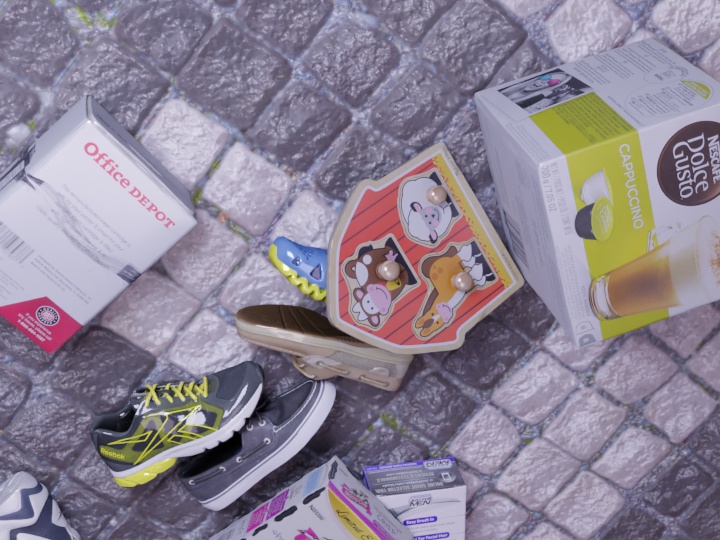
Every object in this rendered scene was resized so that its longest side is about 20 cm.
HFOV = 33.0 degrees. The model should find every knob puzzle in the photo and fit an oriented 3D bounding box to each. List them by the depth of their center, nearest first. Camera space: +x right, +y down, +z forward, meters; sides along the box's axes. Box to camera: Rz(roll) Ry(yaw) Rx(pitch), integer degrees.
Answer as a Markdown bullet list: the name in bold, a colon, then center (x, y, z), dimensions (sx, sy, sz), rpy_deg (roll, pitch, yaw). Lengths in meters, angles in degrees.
- **knob puzzle**: center (0.052, -0.004, 1.206), dimensions (0.219, 0.030, 0.220), rpy_deg (-1, 92, -23)

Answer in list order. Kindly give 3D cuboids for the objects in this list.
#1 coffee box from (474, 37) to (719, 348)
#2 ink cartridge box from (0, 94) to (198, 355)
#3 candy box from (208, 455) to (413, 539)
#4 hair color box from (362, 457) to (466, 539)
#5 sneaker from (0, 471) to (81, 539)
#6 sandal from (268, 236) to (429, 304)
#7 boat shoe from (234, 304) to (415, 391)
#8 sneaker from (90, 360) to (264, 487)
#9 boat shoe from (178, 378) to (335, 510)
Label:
- **coffee box**: center (0.249, -0.082, 1.178), dimensions (0.198, 0.200, 0.200), rpy_deg (-18, 118, -4)
- **ink cartridge box**: center (-0.274, -0.043, 1.147), dimensions (0.200, 0.083, 0.145), rpy_deg (-41, 116, 8)
- **candy box**: center (-0.060, 0.311, 1.336), dimensions (0.200, 0.061, 0.136), rpy_deg (-37, 106, 22)
- **hair color box**: center (0.061, 0.319, 1.405), dimensions (0.109, 0.065, 0.200), rpy_deg (-5, 117, -9)
- **sneaker**: center (-0.385, 0.321, 1.297), dimensions (0.199, 0.079, 0.130), rpy_deg (-43, 108, -2)
- **sandal**: center (0.000, 0.000, 1.238), dimensions (0.200, 0.079, 0.087), rpy_deg (20, 101, -27)
- **boat shoe**: center (-0.040, 0.085, 1.268), dimensions (0.200, 0.072, 0.065), rpy_deg (12, 109, -24)
- **sneaker**: center (-0.192, 0.149, 1.261), dimensions (0.200, 0.074, 0.085), rpy_deg (-34, 117, 5)
- **boat shoe**: center (-0.115, 0.175, 1.300), dimensions (0.200, 0.070, 0.066), rpy_deg (-40, 118, 16)
